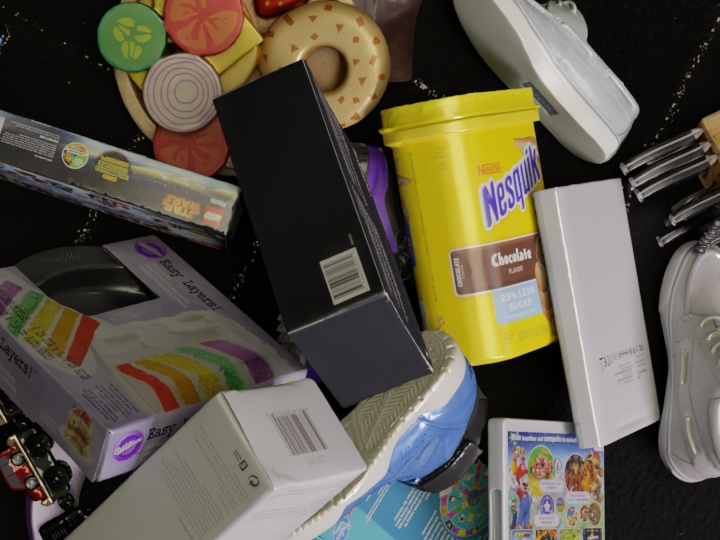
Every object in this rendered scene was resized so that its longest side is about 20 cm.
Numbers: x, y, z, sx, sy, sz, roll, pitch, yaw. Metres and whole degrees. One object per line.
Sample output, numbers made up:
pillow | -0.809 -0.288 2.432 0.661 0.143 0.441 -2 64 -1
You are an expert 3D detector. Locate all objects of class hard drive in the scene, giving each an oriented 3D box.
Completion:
hard drive | 0.189 0.030 1.520 0.027 0.132 0.201 -9 91 30

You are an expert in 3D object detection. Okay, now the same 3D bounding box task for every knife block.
knife block | 0.307 -0.105 1.570 0.175 0.064 0.200 18 69 1

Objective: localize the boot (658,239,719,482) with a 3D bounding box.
boot | 0.291 0.067 1.538 0.073 0.096 0.201 8 77 -23

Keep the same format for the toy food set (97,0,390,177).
toy food set | -0.094 -0.162 1.463 0.198 0.049 0.200 -38 99 7

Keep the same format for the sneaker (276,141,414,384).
sneaker | 0.000 0.000 1.494 0.099 0.070 0.201 14 85 -15

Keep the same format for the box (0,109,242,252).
box | -0.185 -0.065 1.399 0.200 0.137 0.040 18 85 -1

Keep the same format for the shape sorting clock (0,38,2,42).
shape sorting clock | -0.326 -0.128 1.364 0.039 0.200 0.200 24 82 -41

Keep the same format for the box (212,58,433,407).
box | -0.026 -0.025 1.360 0.079 0.141 0.200 -23 60 8

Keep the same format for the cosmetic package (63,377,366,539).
cosmetic package | -0.106 0.165 1.317 0.200 0.113 0.081 -41 70 27

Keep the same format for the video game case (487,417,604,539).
video game case | 0.144 0.215 1.466 0.143 0.018 0.201 9 79 -51

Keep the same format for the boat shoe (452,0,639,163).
boat shoe | 0.150 -0.177 1.535 0.201 0.070 0.072 48 69 -22

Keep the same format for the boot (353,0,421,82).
boot | 0.035 -0.235 1.524 0.199 0.072 0.167 -6 102 -15

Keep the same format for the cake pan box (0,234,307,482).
cake pan box | -0.168 0.055 1.369 0.184 0.200 0.052 -12 131 -43

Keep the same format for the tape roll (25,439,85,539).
tape roll | -0.151 0.179 1.454 0.200 0.066 0.201 0 89 -14

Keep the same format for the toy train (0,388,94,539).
toy train | -0.239 0.139 1.386 0.046 0.034 0.200 -28 95 0

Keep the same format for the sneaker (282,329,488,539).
sneaker | 0.016 0.146 1.410 0.200 0.077 0.111 -47 137 -12

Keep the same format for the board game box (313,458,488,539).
board game box | 0.063 0.218 1.484 0.200 0.047 0.151 42 53 -9

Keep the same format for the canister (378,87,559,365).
canister | 0.092 -0.034 1.485 0.148 0.086 0.201 -14 95 -58
